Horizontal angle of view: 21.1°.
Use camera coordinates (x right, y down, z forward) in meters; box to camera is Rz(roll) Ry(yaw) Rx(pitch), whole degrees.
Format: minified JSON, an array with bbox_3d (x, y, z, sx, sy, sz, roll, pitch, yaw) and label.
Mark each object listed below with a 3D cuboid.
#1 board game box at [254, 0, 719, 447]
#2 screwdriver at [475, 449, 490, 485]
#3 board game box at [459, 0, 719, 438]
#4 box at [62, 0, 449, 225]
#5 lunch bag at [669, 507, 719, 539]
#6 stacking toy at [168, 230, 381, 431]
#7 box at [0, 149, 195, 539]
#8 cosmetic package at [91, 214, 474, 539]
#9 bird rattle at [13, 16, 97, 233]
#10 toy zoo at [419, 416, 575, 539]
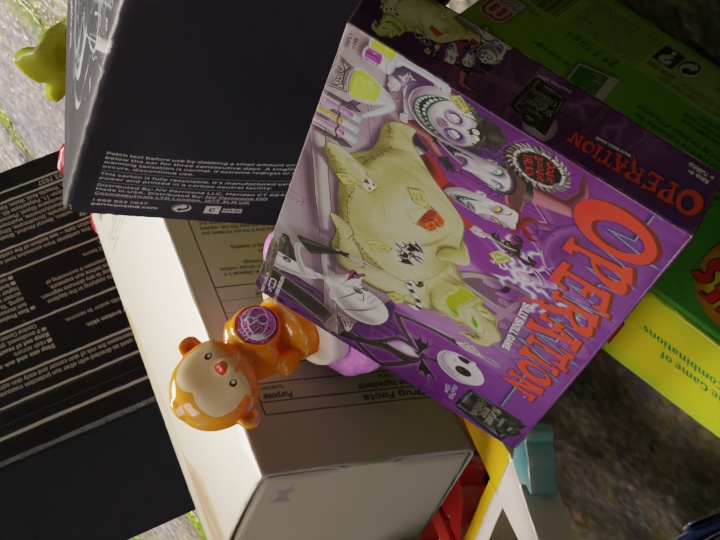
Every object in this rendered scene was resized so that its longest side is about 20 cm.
[{"bbox_3d":[0.032,-0.011,0.646,0.119,0.032,0.200,28,154,2],"label":"board game box"},{"bbox_3d":[0.065,0.152,0.955,0.028,0.029,0.202,-33,63,60],"label":"screwdriver"},{"bbox_3d":[0.104,-0.027,0.695,0.200,0.101,0.048,38,152,29],"label":"board game box"},{"bbox_3d":[-0.044,-0.144,0.687,0.182,0.103,0.202,124,146,-62],"label":"box"},{"bbox_3d":[0.183,0.180,0.723,0.201,0.160,0.083,65,151,16],"label":"lunch bag"},{"bbox_3d":[0.000,0.000,0.786,0.116,0.200,0.110,48,153,12],"label":"stacking toy"},{"bbox_3d":[-0.178,0.053,1.100,0.199,0.199,0.124,56,160,37],"label":"box"},{"bbox_3d":[-0.040,0.025,0.853,0.071,0.104,0.201,-63,39,44],"label":"cosmetic package"},{"bbox_3d":[-0.092,-0.072,0.980,0.162,0.113,0.201,22,146,22],"label":"bird rattle"},{"bbox_3d":[0.055,0.146,0.910,0.132,0.020,0.201,-114,34,-47],"label":"toy zoo"}]
